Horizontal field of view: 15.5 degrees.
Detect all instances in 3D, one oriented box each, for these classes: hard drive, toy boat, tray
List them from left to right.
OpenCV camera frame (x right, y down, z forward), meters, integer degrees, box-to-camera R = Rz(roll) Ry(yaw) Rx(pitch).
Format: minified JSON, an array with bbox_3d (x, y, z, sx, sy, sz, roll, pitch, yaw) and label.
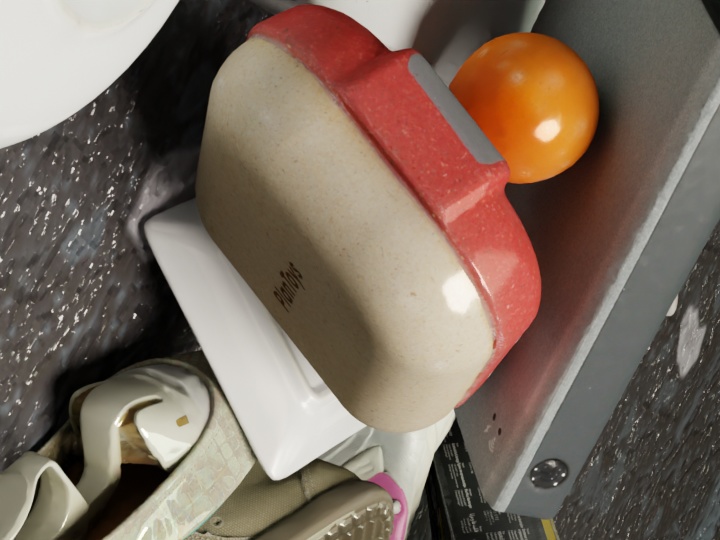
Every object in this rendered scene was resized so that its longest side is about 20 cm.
[{"bbox_3d":[0.000,0.000,1.035,0.022,0.107,0.200,-27,-179,35],"label":"tray"},{"bbox_3d":[0.025,-0.031,0.894,0.131,0.131,0.200,-36,173,-13],"label":"toy boat"},{"bbox_3d":[0.082,-0.032,0.941,0.140,0.033,0.200,-107,-145,-51],"label":"hard drive"}]

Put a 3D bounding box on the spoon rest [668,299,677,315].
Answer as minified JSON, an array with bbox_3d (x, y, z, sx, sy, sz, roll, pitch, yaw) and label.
[{"bbox_3d":[0.163,-0.069,1.384,0.099,0.061,0.200,86,22,-50],"label":"spoon rest"}]

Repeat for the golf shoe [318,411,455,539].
[{"bbox_3d":[0.005,0.084,1.150,0.200,0.075,0.092,-67,161,3],"label":"golf shoe"}]

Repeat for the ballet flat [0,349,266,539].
[{"bbox_3d":[-0.095,0.078,0.937,0.200,0.067,0.062,-48,144,-37],"label":"ballet flat"}]

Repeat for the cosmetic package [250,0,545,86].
[{"bbox_3d":[0.009,-0.134,0.941,0.113,0.081,0.200,-66,158,-1],"label":"cosmetic package"}]

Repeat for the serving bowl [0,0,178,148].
[{"bbox_3d":[-0.090,-0.119,0.758,0.200,0.066,0.200,-46,150,-37],"label":"serving bowl"}]

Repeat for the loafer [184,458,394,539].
[{"bbox_3d":[-0.077,0.127,1.023,0.200,0.068,0.076,-24,133,-36],"label":"loafer"}]

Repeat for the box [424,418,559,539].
[{"bbox_3d":[0.062,0.158,1.184,0.200,0.049,0.160,-102,-173,-69],"label":"box"}]
